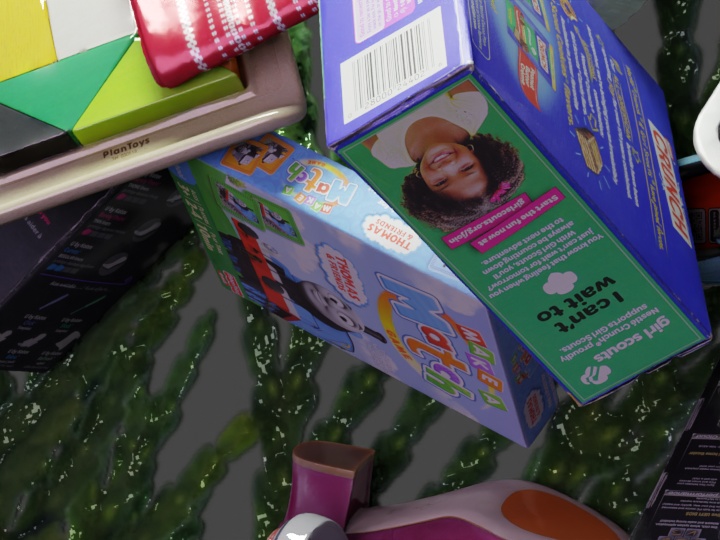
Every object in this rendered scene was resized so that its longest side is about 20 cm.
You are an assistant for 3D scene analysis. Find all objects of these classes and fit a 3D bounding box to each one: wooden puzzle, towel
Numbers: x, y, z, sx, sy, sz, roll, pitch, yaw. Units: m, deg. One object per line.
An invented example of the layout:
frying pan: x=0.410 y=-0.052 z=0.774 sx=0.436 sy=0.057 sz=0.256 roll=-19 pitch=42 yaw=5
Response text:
wooden puzzle: x=-0.132 y=-0.123 z=1.239 sx=0.185 sy=0.037 sz=0.200 roll=-19 pitch=54 yaw=7
towel: x=-0.031 y=-0.186 z=1.188 sx=0.200 sy=0.022 sz=0.145 roll=-26 pitch=59 yaw=17

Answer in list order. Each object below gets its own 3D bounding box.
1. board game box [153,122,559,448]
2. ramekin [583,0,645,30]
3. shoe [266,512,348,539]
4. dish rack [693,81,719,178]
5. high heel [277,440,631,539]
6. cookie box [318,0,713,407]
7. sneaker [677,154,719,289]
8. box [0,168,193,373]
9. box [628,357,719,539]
board game box: x=0.000 y=0.000 z=1.241 sx=0.200 sy=0.151 sz=0.037 roll=26 pitch=68 yaw=25
ramekin: x=0.072 y=-0.197 z=1.240 sx=0.200 sy=0.105 sz=0.200 roll=-2 pitch=85 yaw=26
shoe: x=-0.054 y=0.208 z=1.271 sx=0.091 sy=0.071 sz=0.200 roll=13 pitch=119 yaw=29
dish rack: x=0.262 y=-0.080 z=1.124 sx=0.172 sy=0.044 sz=0.200 roll=22 pitch=60 yaw=23
high heel: x=0.047 y=0.155 z=1.261 sx=0.200 sy=0.067 sz=0.096 roll=11 pitch=111 yaw=18
cookie box: x=0.067 y=-0.067 z=1.094 sx=0.075 sy=0.200 sz=0.171 roll=-28 pitch=40 yaw=22
sneaker: x=0.205 y=-0.024 z=1.170 sx=0.200 sy=0.090 sz=0.078 roll=-8 pitch=83 yaw=25
box: x=-0.167 y=-0.052 z=1.349 sx=0.200 sy=0.106 sz=0.122 roll=-43 pitch=69 yaw=17
box: x=0.237 y=0.102 z=1.112 sx=0.200 sy=0.160 sz=0.044 roll=1 pitch=123 yaw=26
